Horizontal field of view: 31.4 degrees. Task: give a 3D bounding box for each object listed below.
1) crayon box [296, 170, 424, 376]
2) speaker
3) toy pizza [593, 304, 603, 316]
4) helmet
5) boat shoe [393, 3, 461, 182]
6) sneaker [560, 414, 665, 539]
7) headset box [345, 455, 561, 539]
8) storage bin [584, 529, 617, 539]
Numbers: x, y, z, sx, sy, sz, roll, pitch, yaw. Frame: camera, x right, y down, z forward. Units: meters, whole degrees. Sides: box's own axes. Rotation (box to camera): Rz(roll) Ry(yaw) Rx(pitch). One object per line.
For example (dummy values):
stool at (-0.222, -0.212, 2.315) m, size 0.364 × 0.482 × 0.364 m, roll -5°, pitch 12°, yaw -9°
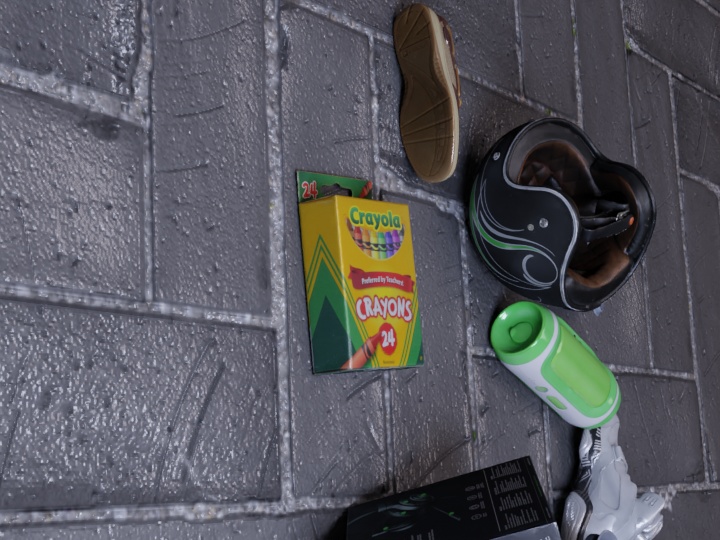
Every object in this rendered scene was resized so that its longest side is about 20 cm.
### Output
crayon box at (0.000, 0.000, 1.262) m, size 0.127 × 0.051 × 0.200 m, roll 2°, pitch 80°, yaw -53°
speaker at (0.235, 0.115, 1.529) m, size 0.200 × 0.088 × 0.088 m, roll 42°, pitch 51°, yaw -41°
toy pizza at (0.278, -0.039, 1.637) m, size 0.200 × 0.032 × 0.200 m, roll -10°, pitch 90°, yaw -75°
helmet at (0.216, -0.066, 1.456) m, size 0.200 × 0.191 × 0.200 m, roll -25°, pitch 135°, yaw -28°
boat shoe at (0.086, -0.193, 1.414) m, size 0.072 × 0.072 × 0.200 m, roll 6°, pitch 71°, yaw -52°
sneaker at (0.319, 0.264, 1.570) m, size 0.075 × 0.115 × 0.200 m, roll 78°, pitch 28°, yaw -52°
headset box at (0.080, 0.261, 1.152) m, size 0.174 × 0.200 × 0.093 m, roll -94°, pitch 167°, yaw -80°
storage bin at (0.189, 0.368, 1.361) m, size 0.200 × 0.134 × 0.146 m, roll -42°, pitch 116°, yaw -51°
